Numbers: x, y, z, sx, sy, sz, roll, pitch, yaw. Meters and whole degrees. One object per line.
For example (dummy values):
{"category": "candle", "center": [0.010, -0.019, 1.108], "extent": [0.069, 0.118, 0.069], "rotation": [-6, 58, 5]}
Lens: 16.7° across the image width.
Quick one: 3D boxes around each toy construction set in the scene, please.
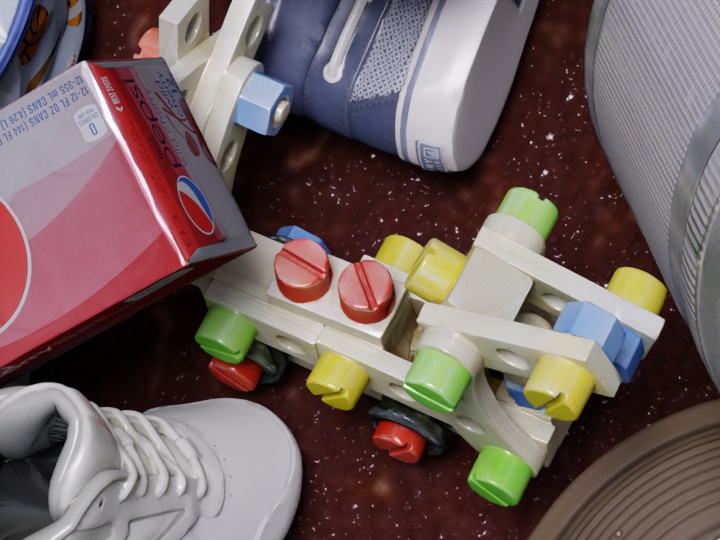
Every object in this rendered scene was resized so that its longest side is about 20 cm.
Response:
{"category": "toy construction set", "center": [0.000, 0.000, 0.775], "extent": [0.200, 0.131, 0.092], "rotation": [37, 74, 19]}

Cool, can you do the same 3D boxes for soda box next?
{"category": "soda box", "center": [-0.136, 0.010, 0.744], "extent": [0.200, 0.063, 0.070], "rotation": [-29, 87, 17]}

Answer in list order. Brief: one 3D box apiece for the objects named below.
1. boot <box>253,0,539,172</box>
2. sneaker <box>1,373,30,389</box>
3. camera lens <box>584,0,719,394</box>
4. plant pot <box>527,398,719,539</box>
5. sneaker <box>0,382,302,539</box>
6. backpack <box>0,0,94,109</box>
{"category": "boot", "center": [0.027, -0.137, 0.835], "extent": [0.090, 0.073, 0.201], "rotation": [19, 76, 19]}
{"category": "sneaker", "center": [-0.213, 0.032, 0.836], "extent": [0.199, 0.080, 0.071], "rotation": [6, 76, 10]}
{"category": "camera lens", "center": [0.159, -0.033, 0.706], "extent": [0.160, 0.160, 0.200], "rotation": [-23, 34, 4]}
{"category": "plant pot", "center": [0.131, 0.131, 0.741], "extent": [0.200, 0.093, 0.202], "rotation": [-2, 77, 10]}
{"category": "sneaker", "center": [-0.083, 0.072, 0.748], "extent": [0.078, 0.200, 0.100], "rotation": [43, 129, 23]}
{"category": "backpack", "center": [-0.194, -0.093, 0.831], "extent": [0.190, 0.154, 0.201], "rotation": [20, 79, 6]}
